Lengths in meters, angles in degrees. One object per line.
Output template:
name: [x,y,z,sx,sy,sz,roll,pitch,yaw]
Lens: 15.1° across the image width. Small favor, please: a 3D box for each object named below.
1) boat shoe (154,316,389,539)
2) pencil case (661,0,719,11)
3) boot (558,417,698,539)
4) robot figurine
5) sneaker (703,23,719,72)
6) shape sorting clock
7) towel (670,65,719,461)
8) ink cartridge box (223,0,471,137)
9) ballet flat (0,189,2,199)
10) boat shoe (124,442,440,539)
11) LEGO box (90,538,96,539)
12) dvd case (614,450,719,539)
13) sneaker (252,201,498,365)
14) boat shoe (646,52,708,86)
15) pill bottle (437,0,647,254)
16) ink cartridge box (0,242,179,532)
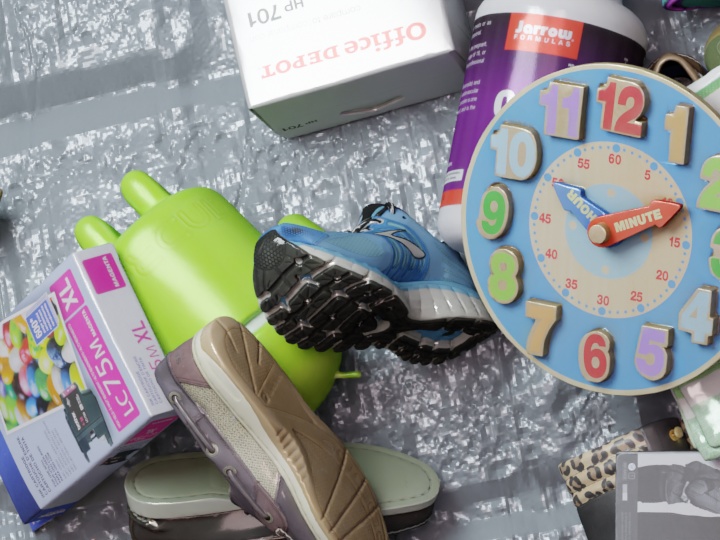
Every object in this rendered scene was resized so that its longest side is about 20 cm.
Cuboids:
boat shoe: [-0.053,0.121,1.672,0.065,0.072,0.200,-27,106,29]
pencil case: [0.215,-0.268,1.749,0.092,0.085,0.200,-22,74,38]
boot: [0.227,0.159,1.677,0.200,0.073,0.151,-22,75,14]
robot figurine: [-0.094,0.027,1.751,0.175,0.116,0.200,-45,74,-3]
sneaker: [0.288,-0.095,1.667,0.200,0.067,0.090,25,45,25]
shape sorting clock: [0.147,-0.023,1.609,0.200,0.039,0.200,5,99,30]
towel: [0.215,-0.007,1.607,0.152,0.023,0.200,-33,79,30]
ink cartridge box: [-0.018,-0.207,1.794,0.146,0.086,0.200,-16,75,10]
ballet flat: [-0.320,0.008,1.841,0.200,0.068,0.072,-23,95,8]
boat shoe: [-0.049,0.154,1.748,0.201,0.072,0.061,-1,122,2]
LEGO box: [-0.144,0.295,1.734,0.149,0.077,0.200,25,86,17]
dvd case: [0.250,0.182,1.615,0.200,0.025,0.150,-1,76,14]
sneaker: [0.000,0.000,1.708,0.078,0.200,0.090,-33,60,29]
boat shoe: [0.214,-0.042,1.714,0.072,0.072,0.200,-20,76,8]
pill bottle: [0.119,-0.104,1.727,0.112,0.112,0.200,8,82,15]
ink cartridge box: [-0.197,0.082,1.749,0.200,0.042,0.119,-41,71,45]
